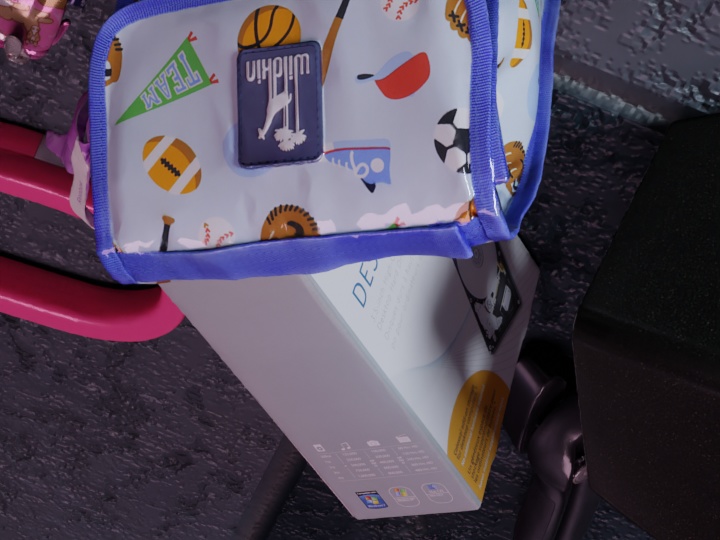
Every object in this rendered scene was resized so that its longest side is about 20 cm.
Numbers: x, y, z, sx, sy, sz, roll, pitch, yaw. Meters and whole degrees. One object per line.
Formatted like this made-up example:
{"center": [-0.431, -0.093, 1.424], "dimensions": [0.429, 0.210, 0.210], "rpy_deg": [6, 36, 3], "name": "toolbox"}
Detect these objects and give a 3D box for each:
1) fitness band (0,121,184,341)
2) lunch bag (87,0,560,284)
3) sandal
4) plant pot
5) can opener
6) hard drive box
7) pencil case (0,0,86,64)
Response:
{"center": [-0.187, -0.020, 1.075], "dimensions": [0.199, 0.038, 0.144], "rpy_deg": [18, 144, 3], "name": "fitness band"}
{"center": [-0.012, -0.083, 0.767], "dimensions": [0.169, 0.201, 0.124], "rpy_deg": [-5, 138, 18], "name": "lunch bag"}
{"center": [-0.122, -0.053, 0.894], "dimensions": [0.050, 0.083, 0.203], "rpy_deg": [-6, -173, -10], "name": "sandal"}
{"center": [0.204, 0.038, 0.865], "dimensions": [0.177, 0.200, 0.200], "rpy_deg": [15, 145, 22], "name": "plant pot"}
{"center": [0.121, 0.120, 1.115], "dimensions": [0.063, 0.079, 0.200], "rpy_deg": [-21, 146, -12], "name": "can opener"}
{"center": [0.000, 0.000, 0.921], "dimensions": [0.076, 0.156, 0.200], "rpy_deg": [-9, 136, 31], "name": "hard drive box"}
{"center": [-0.221, -0.144, 0.834], "dimensions": [0.199, 0.087, 0.083], "rpy_deg": [3, 139, -21], "name": "pencil case"}
